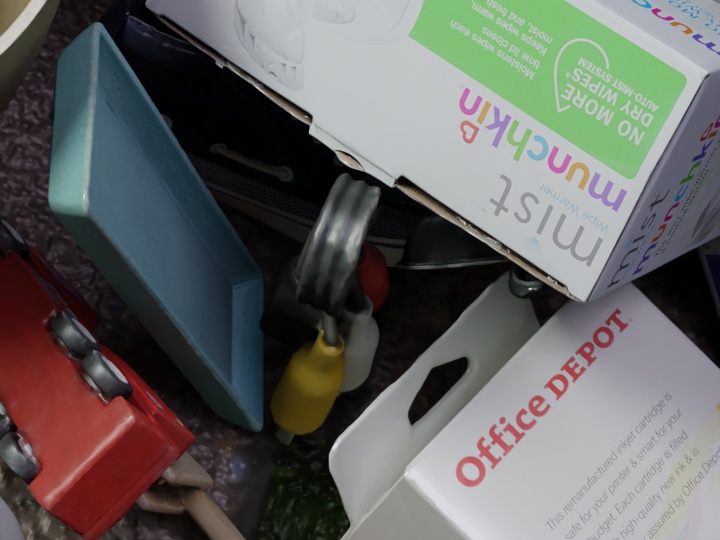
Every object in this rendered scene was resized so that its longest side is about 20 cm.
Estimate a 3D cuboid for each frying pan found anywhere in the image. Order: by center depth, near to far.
[{"bbox_3d":[0.052,-0.012,0.817,0.190,0.114,0.031,-14,97,-61],"label":"frying pan"}]

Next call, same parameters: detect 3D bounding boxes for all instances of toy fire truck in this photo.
[{"bbox_3d":[-0.080,0.070,0.784,0.049,0.141,0.200,-44,47,1],"label":"toy fire truck"}]

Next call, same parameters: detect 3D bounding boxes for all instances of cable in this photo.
[{"bbox_3d":[0.000,0.000,0.784,0.050,0.200,0.098,28,71,-2],"label":"cable"}]

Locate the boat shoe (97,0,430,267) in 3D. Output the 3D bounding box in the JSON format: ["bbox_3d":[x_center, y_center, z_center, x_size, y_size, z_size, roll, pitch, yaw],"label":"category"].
[{"bbox_3d":[-0.020,-0.063,0.873,0.199,0.093,0.075,13,61,-13],"label":"boat shoe"}]

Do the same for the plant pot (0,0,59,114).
[{"bbox_3d":[-0.186,-0.100,0.758,0.186,0.200,0.189,2,73,-5],"label":"plant pot"}]

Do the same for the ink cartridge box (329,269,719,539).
[{"bbox_3d":[0.087,0.109,0.809,0.200,0.125,0.128,45,59,6],"label":"ink cartridge box"}]

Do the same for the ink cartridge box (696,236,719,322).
[{"bbox_3d":[0.219,-0.067,0.937,0.200,0.040,0.201,-33,113,-30],"label":"ink cartridge box"}]

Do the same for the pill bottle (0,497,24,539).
[{"bbox_3d":[-0.189,0.144,0.636,0.111,0.111,0.201,28,60,-5],"label":"pill bottle"}]

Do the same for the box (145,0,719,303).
[{"bbox_3d":[0.055,-0.092,0.784,0.200,0.097,0.176,36,26,20],"label":"box"}]

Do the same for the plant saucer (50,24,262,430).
[{"bbox_3d":[-0.070,-0.008,0.775,0.019,0.200,0.070,-6,64,11],"label":"plant saucer"}]
